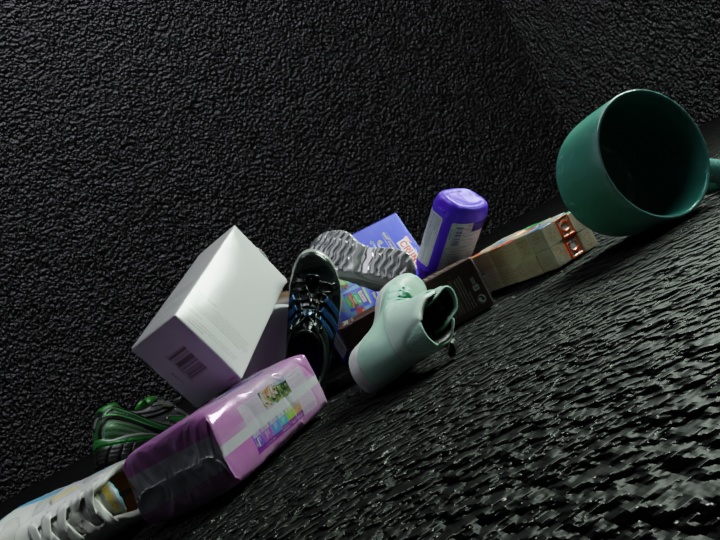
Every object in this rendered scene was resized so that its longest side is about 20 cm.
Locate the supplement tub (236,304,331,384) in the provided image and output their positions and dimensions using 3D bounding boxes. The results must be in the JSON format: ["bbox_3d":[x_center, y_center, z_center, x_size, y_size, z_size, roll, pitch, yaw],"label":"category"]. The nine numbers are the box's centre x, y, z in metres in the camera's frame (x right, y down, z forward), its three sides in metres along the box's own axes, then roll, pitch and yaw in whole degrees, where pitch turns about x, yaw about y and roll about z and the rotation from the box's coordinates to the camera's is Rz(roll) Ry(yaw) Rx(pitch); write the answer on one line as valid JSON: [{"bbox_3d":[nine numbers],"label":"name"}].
[{"bbox_3d":[-0.125,0.126,0.904,0.139,0.142,0.200,-27,0,-21],"label":"supplement tub"}]

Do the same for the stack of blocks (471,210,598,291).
[{"bbox_3d":[0.246,-0.028,0.906,0.114,0.059,0.200,-27,-1,-28],"label":"stack of blocks"}]

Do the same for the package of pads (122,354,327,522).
[{"bbox_3d":[-0.128,0.161,0.620,0.119,0.077,0.200,-28,-1,22],"label":"package of pads"}]

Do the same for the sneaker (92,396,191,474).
[{"bbox_3d":[-0.228,0.191,0.756,0.078,0.086,0.198,-37,-31,31],"label":"sneaker"}]

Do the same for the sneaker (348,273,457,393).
[{"bbox_3d":[0.070,0.047,0.679,0.118,0.074,0.201,-35,12,31],"label":"sneaker"}]

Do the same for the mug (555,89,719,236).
[{"bbox_3d":[0.324,-0.109,0.736,0.153,0.184,0.114,-53,5,-19],"label":"mug"}]

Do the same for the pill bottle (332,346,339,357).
[{"bbox_3d":[-0.029,0.094,1.143,0.198,0.113,0.111,-28,-1,21],"label":"pill bottle"}]

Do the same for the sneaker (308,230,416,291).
[{"bbox_3d":[0.000,0.000,0.941,0.198,0.082,0.075,20,67,35],"label":"sneaker"}]

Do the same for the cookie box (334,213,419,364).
[{"bbox_3d":[0.018,0.027,1.025,0.198,0.172,0.075,-27,-18,-20],"label":"cookie box"}]

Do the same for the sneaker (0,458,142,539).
[{"bbox_3d":[-0.273,0.237,0.594,0.081,0.077,0.199,-38,-7,40],"label":"sneaker"}]

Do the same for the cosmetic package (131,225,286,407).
[{"bbox_3d":[-0.173,0.048,0.748,0.084,0.108,0.201,-34,20,26],"label":"cosmetic package"}]

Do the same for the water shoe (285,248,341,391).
[{"bbox_3d":[-0.059,0.068,0.782,0.070,0.204,0.079,2,-11,-4],"label":"water shoe"}]

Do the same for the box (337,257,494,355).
[{"bbox_3d":[0.070,0.060,0.833,0.198,0.076,0.100,-30,0,-3],"label":"box"}]

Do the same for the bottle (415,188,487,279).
[{"bbox_3d":[0.125,-0.020,0.919,0.083,0.065,0.202,-12,-50,-36],"label":"bottle"}]

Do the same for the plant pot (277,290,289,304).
[{"bbox_3d":[-0.154,0.128,1.348,0.199,0.203,0.197,-27,7,-42],"label":"plant pot"}]
